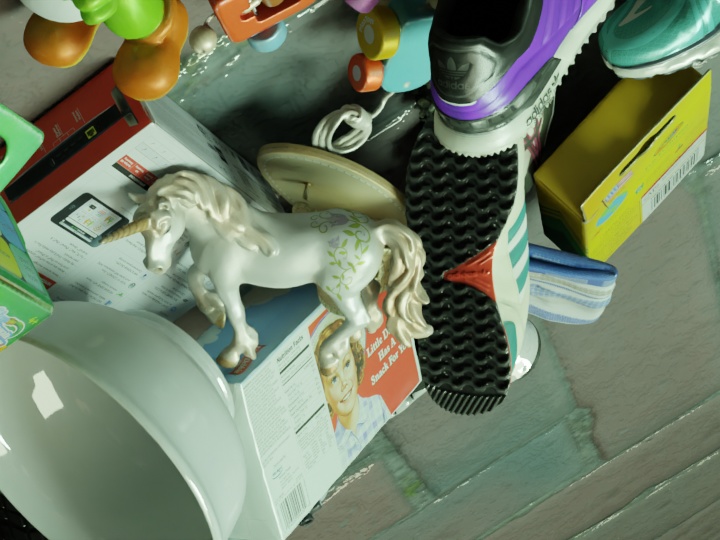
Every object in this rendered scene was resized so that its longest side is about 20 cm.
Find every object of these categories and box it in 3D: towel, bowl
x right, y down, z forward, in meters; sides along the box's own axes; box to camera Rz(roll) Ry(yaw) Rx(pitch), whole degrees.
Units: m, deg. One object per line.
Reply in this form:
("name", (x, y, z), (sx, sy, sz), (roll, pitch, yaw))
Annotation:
("towel", (0.100, 0.004, 1.427), (0.145, 0.024, 0.200), (12, 172, 4))
("bowl", (-0.136, 0.087, 1.211), (0.090, 0.200, 0.202), (-48, 166, -35))

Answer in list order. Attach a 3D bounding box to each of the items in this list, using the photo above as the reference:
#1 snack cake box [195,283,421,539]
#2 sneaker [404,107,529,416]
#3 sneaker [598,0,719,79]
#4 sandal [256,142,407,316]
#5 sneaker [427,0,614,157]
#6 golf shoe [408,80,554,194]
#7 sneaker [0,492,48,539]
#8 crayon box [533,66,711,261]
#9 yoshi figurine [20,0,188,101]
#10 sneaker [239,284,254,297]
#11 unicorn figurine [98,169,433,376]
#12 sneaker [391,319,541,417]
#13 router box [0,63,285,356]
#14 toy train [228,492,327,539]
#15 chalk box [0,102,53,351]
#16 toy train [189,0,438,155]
("snack cake box", (-0.041, 0.069, 1.345), (0.200, 0.067, 0.116), (-44, 128, -49))
("sneaker", (0.069, -0.018, 1.284), (0.070, 0.202, 0.093), (1, -170, 10))
("sneaker", (0.226, -0.203, 1.324), (0.200, 0.078, 0.080), (-41, 134, 8))
("sandal", (0.005, 0.000, 1.290), (0.077, 0.070, 0.211), (-2, 154, 34))
("sneaker", (0.091, -0.166, 1.142), (0.201, 0.069, 0.100), (-63, 151, -30))
("golf shoe", (0.082, -0.109, 1.332), (0.088, 0.077, 0.201), (-50, 159, -25))
("sneaker", (-0.230, 0.185, 1.451), (0.087, 0.076, 0.199), (-15, 179, -42))
("crayon box", (0.178, -0.077, 1.417), (0.127, 0.051, 0.200), (-46, 167, -5))
("yoshi figurine", (-0.152, -0.142, 0.964), (0.112, 0.113, 0.200), (-25, 151, 2))
("sneaker", (-0.046, 0.057, 1.446), (0.074, 0.082, 0.200), (-31, 151, -2))
("unicorn figurine", (-0.057, -0.003, 1.210), (0.198, 0.074, 0.138), (-9, 133, -13))
("sneaker", (0.026, 0.059, 1.523), (0.199, 0.067, 0.090), (-17, 146, 30))
("router box", (-0.156, -0.019, 1.235), (0.179, 0.049, 0.200), (-35, 154, 8))
("toy train", (-0.119, 0.176, 1.542), (0.199, 0.114, 0.085), (-32, 155, 2))
("chalk box", (-0.246, -0.010, 1.067), (0.199, 0.124, 0.124), (-35, 154, 9))
("toy train", (-0.014, -0.148, 1.164), (0.149, 0.056, 0.200), (-31, 152, 5))
